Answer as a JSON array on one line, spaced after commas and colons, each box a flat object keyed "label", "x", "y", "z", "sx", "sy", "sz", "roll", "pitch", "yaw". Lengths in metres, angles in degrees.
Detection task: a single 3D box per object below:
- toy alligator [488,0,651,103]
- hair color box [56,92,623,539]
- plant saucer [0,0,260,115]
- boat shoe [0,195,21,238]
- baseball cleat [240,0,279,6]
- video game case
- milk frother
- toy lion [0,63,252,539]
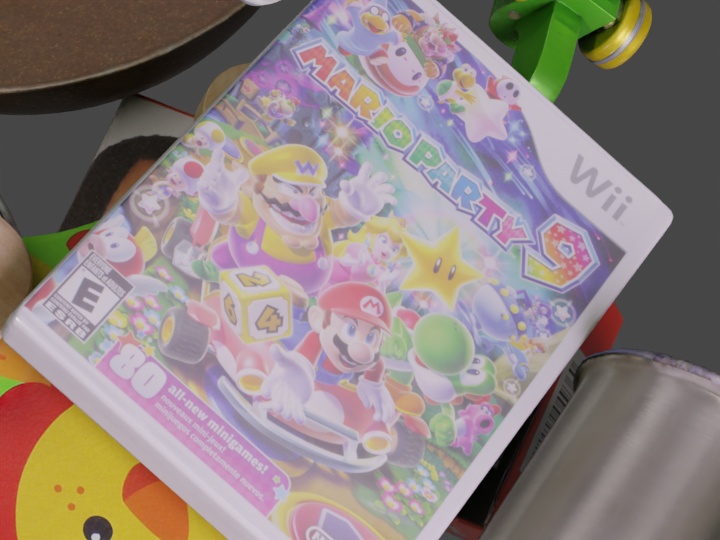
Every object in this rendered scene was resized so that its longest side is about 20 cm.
[{"label": "toy alligator", "x": 0.094, "y": -0.146, "z": 0.861, "sx": 0.054, "sy": 0.059, "sz": 0.201, "roll": 7, "pitch": 69, "yaw": 61}, {"label": "hair color box", "x": -0.016, "y": 0.018, "z": 0.830, "sx": 0.199, "sy": 0.061, "sz": 0.102, "roll": 21, "pitch": 79, "yaw": 22}, {"label": "plant saucer", "x": -0.114, "y": -0.119, "z": 0.884, "sx": 0.199, "sy": 0.037, "sz": 0.201, "roll": -7, "pitch": 41, "yaw": 6}, {"label": "boat shoe", "x": -0.155, "y": 0.017, "z": 0.795, "sx": 0.073, "sy": 0.068, "sz": 0.201, "roll": -15, "pitch": 59, "yaw": 1}, {"label": "baseball cleat", "x": -0.020, "y": -0.180, "z": 0.781, "sx": 0.106, "sy": 0.070, "sz": 0.201, "roll": 22, "pitch": 64, "yaw": 18}, {"label": "video game case", "x": 0.000, "y": 0.000, "z": 0.728, "sx": 0.143, "sy": 0.018, "sz": 0.200, "roll": 41, "pitch": 56, "yaw": -1}, {"label": "milk frother", "x": 0.111, "y": 0.165, "z": 0.709, "sx": 0.180, "sy": 0.200, "sz": 0.189, "roll": 12, "pitch": 58, "yaw": 48}, {"label": "toy lion", "x": -0.056, "y": 0.052, "z": 0.727, "sx": 0.199, "sy": 0.069, "sz": 0.192, "roll": -29, "pitch": 78, "yaw": -32}]
